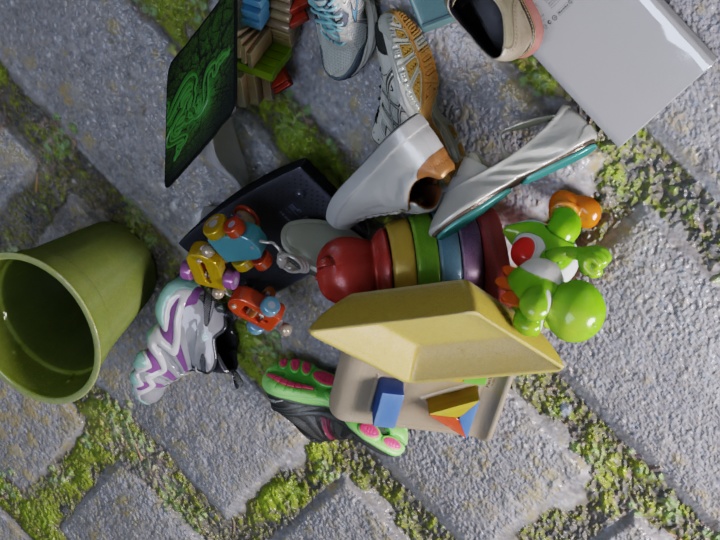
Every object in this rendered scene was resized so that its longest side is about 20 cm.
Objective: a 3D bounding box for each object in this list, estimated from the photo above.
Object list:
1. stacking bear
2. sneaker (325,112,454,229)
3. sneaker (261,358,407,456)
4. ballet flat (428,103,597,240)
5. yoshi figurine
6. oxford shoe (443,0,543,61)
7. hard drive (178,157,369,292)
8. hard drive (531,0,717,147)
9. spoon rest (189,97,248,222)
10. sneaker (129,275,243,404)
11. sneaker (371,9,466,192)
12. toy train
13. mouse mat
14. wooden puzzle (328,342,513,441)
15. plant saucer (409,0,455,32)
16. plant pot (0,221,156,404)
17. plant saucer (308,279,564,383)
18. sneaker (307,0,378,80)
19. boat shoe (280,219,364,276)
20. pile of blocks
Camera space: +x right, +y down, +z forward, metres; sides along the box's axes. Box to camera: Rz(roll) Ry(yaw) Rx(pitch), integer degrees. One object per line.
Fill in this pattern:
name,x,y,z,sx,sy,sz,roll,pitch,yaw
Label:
stacking bear,0.050,-0.003,1.430,0.197,0.121,0.115,-6,84,-6
sneaker,0.030,-0.078,1.407,0.085,0.073,0.200,49,145,2
sneaker,-0.029,0.174,1.652,0.198,0.077,0.084,25,142,19
ballet flat,0.145,-0.105,1.373,0.199,0.069,0.070,-31,101,1
yoshi figurine,0.206,0.009,1.351,0.111,0.201,0.113,-12,118,24
oxford shoe,0.102,-0.291,1.301,0.070,0.075,0.201,-40,83,37
hard drive,-0.099,-0.047,1.555,0.199,0.043,0.135,-29,123,31
hard drive,0.233,-0.236,1.316,0.200,0.027,0.132,47,127,0
spoon rest,-0.162,-0.133,1.554,0.060,0.100,0.202,4,134,2
sneaker,-0.210,0.119,1.706,0.139,0.078,0.201,31,126,12
sneaker,0.041,-0.172,1.424,0.087,0.076,0.202,-8,108,35
toy train,-0.122,-0.005,1.519,0.149,0.056,0.200,26,148,-5
mouse mat,-0.177,-0.199,1.473,0.007,0.163,0.200,10,154,-26
wooden puzzle,0.073,0.122,1.526,0.197,0.047,0.187,10,128,-5
plant saucer,0.053,-0.343,1.364,0.069,0.019,0.202,-13,109,33
plant pot,-0.352,0.030,1.667,0.198,0.190,0.202,13,121,22
plant saucer,0.080,0.060,1.362,0.198,0.199,0.049,-8,67,33
sneaker,-0.031,-0.286,1.388,0.077,0.086,0.202,23,129,26
boat shoe,-0.001,0.003,1.510,0.199,0.073,0.060,19,146,-8
pile of blocks,-0.091,-0.264,1.442,0.062,0.082,0.202,20,122,18
